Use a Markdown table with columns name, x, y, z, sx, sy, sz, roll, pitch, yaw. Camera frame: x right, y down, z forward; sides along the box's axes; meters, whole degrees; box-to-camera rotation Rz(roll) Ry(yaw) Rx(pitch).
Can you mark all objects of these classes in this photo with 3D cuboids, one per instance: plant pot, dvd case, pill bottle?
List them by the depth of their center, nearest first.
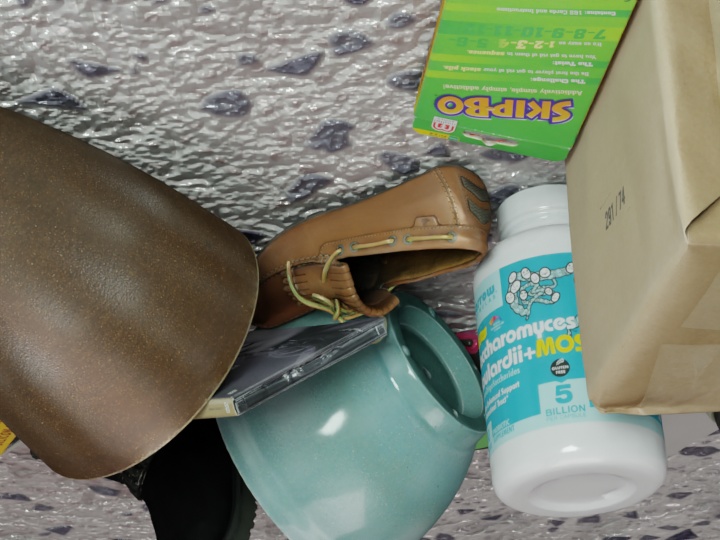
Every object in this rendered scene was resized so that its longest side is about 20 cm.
| name | x | y | z | sx | sy | sz | roll | pitch | yaw |
| --- | --- | --- | --- | --- | --- | --- | --- | --- | --- |
| plant pot | -0.194 | -0.007 | 0.965 | 0.186 | 0.188 | 0.200 | -21 | 134 | 31 |
| pill bottle | 0.130 | 0.048 | 1.056 | 0.110 | 0.201 | 0.111 | -3 | 152 | -2 |
| dvd case | -0.101 | 0.066 | 1.059 | 0.199 | 0.016 | 0.148 | -9 | -168 | 42 |
| plant pot | 0.009 | 0.099 | 1.173 | 0.134 | 0.201 | 0.200 | -36 | 142 | 19 |

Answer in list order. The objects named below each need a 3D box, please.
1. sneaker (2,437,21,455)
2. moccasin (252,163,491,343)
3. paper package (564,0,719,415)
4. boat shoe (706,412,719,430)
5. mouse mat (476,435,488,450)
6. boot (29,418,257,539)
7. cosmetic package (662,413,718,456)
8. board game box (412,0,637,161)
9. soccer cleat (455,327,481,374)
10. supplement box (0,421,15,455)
| name | x | y | z | sx | sy | sz | roll | pitch | yaw |
| --- | --- | --- | --- | --- | --- | --- | --- | --- | --- |
| sneaker | -0.238 | 0.087 | 1.248 | 0.199 | 0.078 | 0.080 | -14 | -169 | 1 |
| moccasin | 0.001 | 0.001 | 1.082 | 0.201 | 0.078 | 0.074 | -19 | 150 | 28 |
| paper package | 0.183 | -0.047 | 0.886 | 0.103 | 0.192 | 0.200 | 1 | 152 | -7 |
| boat shoe | 0.287 | 0.066 | 1.048 | 0.071 | 0.061 | 0.201 | -11 | 153 | -27 |
| mouse mat | 0.044 | 0.135 | 1.427 | 0.199 | 0.008 | 0.161 | -13 | 152 | 15 |
| boot | -0.155 | 0.141 | 1.132 | 0.157 | 0.212 | 0.080 | 25 | 121 | -13 |
| cosmetic package | 0.221 | 0.071 | 1.160 | 0.199 | 0.085 | 0.108 | -24 | 154 | -11 |
| board game box | 0.088 | -0.126 | 0.887 | 0.095 | 0.030 | 0.200 | 12 | 149 | -2 |
| soccer cleat | 0.123 | 0.068 | 1.237 | 0.086 | 0.070 | 0.200 | 12 | 151 | -36 |
| supplement box | -0.315 | 0.046 | 1.106 | 0.199 | 0.104 | 0.131 | 11 | 150 | -25 |
